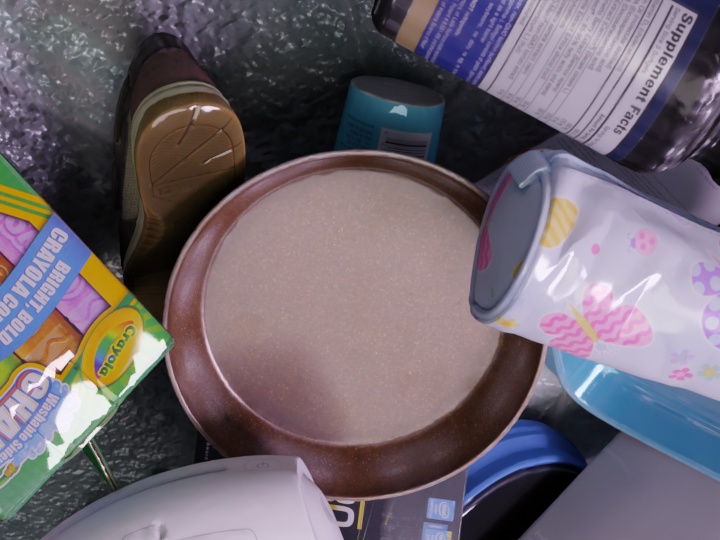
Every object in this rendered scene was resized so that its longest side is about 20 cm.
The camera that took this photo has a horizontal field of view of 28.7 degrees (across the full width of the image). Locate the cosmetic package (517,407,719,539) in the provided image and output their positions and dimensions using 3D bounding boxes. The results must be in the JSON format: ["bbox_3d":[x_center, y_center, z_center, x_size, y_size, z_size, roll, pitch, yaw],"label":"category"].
[{"bbox_3d":[0.170,0.177,0.865,0.200,0.107,0.091,-41,146,-13],"label":"cosmetic package"}]

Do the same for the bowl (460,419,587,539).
[{"bbox_3d":[0.081,0.194,0.912,0.199,0.039,0.203,-20,126,-29],"label":"bowl"}]

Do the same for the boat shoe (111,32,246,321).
[{"bbox_3d":[-0.093,-0.043,0.736,0.072,0.066,0.201,-7,149,-16],"label":"boat shoe"}]

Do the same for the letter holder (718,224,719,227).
[{"bbox_3d":[0.270,0.050,0.810,0.100,0.143,0.200,-28,128,16],"label":"letter holder"}]

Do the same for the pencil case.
[{"bbox_3d":[0.151,0.010,0.664,0.197,0.084,0.091,16,129,-13],"label":"pencil case"}]

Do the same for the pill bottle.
[{"bbox_3d":[0.113,-0.114,0.634,0.198,0.112,0.113,27,124,-2],"label":"pill bottle"}]

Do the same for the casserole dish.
[{"bbox_3d":[0.194,0.073,0.797,0.198,0.039,0.122,26,158,26],"label":"casserole dish"}]

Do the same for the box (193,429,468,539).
[{"bbox_3d":[-0.020,0.135,0.815,0.159,0.049,0.203,8,91,1],"label":"box"}]

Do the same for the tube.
[{"bbox_3d":[0.000,0.000,0.753,0.076,0.050,0.203,15,110,7],"label":"tube"}]

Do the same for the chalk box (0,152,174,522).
[{"bbox_3d":[-0.183,0.028,0.698,0.124,0.124,0.200,-46,119,-11],"label":"chalk box"}]

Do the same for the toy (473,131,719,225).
[{"bbox_3d":[0.103,-0.034,0.781,0.199,0.048,0.115,-33,131,25],"label":"toy"}]

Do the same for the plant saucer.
[{"bbox_3d":[-0.002,0.027,0.726,0.197,0.035,0.203,-1,115,-1],"label":"plant saucer"}]

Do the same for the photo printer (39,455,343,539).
[{"bbox_3d":[-0.074,0.199,0.741,0.164,0.070,0.202,-19,107,5],"label":"photo printer"}]
